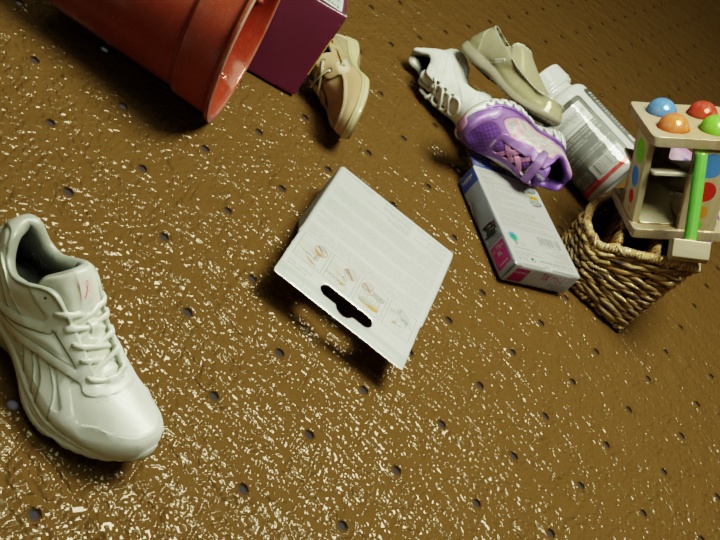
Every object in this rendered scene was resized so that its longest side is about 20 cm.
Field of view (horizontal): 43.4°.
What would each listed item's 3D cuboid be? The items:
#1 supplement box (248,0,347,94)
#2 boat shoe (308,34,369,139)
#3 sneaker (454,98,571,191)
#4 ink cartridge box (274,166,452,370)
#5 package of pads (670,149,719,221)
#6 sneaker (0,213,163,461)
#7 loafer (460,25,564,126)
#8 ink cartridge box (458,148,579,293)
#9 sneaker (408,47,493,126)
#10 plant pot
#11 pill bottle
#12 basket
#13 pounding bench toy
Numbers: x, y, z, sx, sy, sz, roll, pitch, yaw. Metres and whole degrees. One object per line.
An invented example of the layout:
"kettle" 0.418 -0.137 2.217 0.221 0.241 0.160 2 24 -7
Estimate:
"supplement box" -0.085 -0.339 1.118 0.103 0.131 0.201 27 40 -21
"boat shoe" -0.035 -0.232 1.117 0.064 0.072 0.201 18 34 -21
"sneaker" 0.213 -0.158 1.201 0.199 0.080 0.089 16 44 -36
"ink cartridge box" 0.000 0.000 0.935 0.162 0.057 0.201 38 45 -7
"package of pads" 0.565 -0.133 1.573 0.120 0.076 0.200 35 36 -6
"sneaker" -0.206 0.045 0.639 0.200 0.099 0.078 47 36 6
"loafer" 0.220 -0.279 1.271 0.200 0.068 0.075 50 16 28
"ink cartridge box" 0.202 -0.066 1.190 0.118 0.042 0.201 12 47 -35
"sneaker" 0.127 -0.247 1.289 0.086 0.075 0.201 4 42 -31
"plant pot" -0.196 -0.289 0.926 0.194 0.201 0.201 28 37 -5
"pill bottle" 0.336 -0.214 1.405 0.200 0.114 0.114 50 36 10
"basket" 0.370 -0.045 1.238 0.143 0.149 0.200 42 37 0
"pounding bench toy" 0.415 -0.120 1.153 0.123 0.157 0.201 3 30 0
